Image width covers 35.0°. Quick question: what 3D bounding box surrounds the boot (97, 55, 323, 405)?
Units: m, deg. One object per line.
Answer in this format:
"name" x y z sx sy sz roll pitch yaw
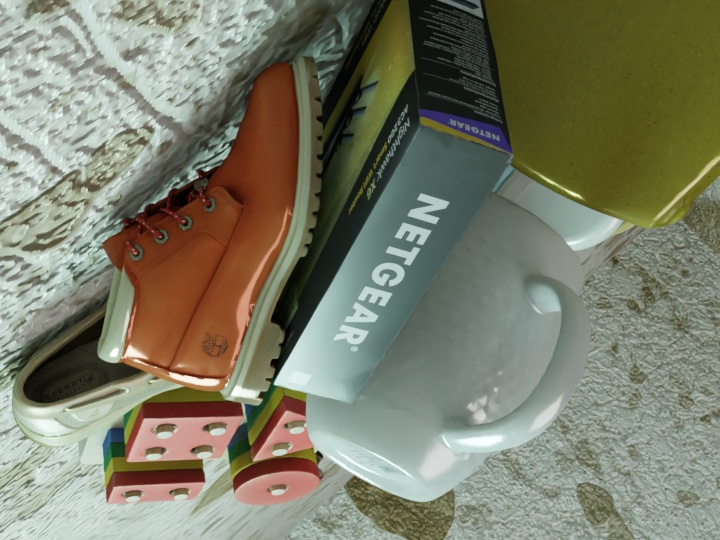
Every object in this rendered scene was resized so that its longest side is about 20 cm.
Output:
"boot" -0.081 -0.026 0.623 0.075 0.107 0.201 -115 -139 -69

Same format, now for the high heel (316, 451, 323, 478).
"high heel" -0.104 0.331 1.778 0.096 0.067 0.200 -54 171 2

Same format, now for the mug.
"mug" 0.060 0.052 0.725 0.200 0.148 0.176 2 -122 52

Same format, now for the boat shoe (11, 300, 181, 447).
"boat shoe" -0.127 0.037 0.717 0.200 0.072 0.065 -31 166 -23

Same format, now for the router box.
"router box" 0.008 -0.050 0.635 0.158 0.052 0.200 -93 -155 -45

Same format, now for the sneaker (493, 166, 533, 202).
"sneaker" 0.093 -0.075 0.987 0.200 0.082 0.074 -50 -179 -15

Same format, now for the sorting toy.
"sorting toy" -0.094 0.116 0.851 0.198 0.070 0.200 2 147 -23

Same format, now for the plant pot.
"plant pot" 0.163 -0.134 0.735 0.196 0.200 0.194 -45 168 16

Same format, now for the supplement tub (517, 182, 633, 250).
"supplement tub" 0.239 -0.102 1.212 0.145 0.145 0.200 -48 167 24
